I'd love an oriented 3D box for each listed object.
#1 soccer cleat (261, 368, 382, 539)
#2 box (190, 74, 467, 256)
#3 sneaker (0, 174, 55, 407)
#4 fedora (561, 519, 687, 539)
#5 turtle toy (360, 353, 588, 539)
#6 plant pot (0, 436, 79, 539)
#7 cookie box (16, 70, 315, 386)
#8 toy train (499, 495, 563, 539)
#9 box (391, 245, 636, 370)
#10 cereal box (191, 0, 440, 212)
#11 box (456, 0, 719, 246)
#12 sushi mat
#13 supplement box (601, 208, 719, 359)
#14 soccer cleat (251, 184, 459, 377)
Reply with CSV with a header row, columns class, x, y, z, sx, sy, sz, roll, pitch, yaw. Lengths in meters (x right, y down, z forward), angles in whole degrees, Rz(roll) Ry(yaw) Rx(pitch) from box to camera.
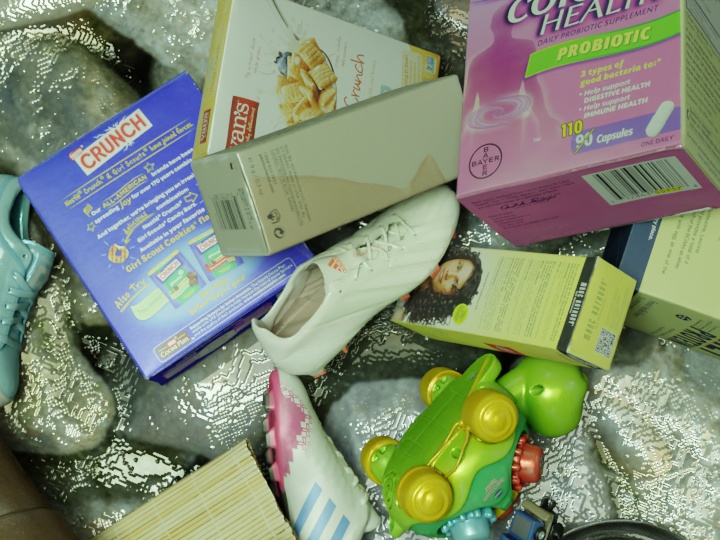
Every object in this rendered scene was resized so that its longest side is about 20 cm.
class,x,y,z,sx,sy,sz,roll,pitch,yaw
soccer cleat,-0.030,0.175,0.895,0.086,0.070,0.201,-7,85,-8
box,-0.015,-0.081,0.845,0.199,0.095,0.078,-23,101,-26
sneaker,-0.295,0.011,0.923,0.081,0.074,0.201,-12,80,3
fedora,0.216,0.290,0.849,0.176,0.090,0.201,-24,80,-3
turtle toy,0.095,0.135,0.868,0.101,0.146,0.200,44,84,-13
plant pot,-0.331,0.191,0.838,0.200,0.200,0.199,-34,73,-5
cookie box,-0.155,-0.035,0.926,0.171,0.075,0.200,-34,81,-7
toy train,0.109,0.268,0.857,0.046,0.034,0.201,15,96,-35
box,0.111,0.024,0.856,0.050,0.200,0.076,27,77,-36
cereal box,-0.032,-0.136,0.914,0.199,0.039,0.145,13,79,-29
box,0.174,-0.139,0.830,0.175,0.097,0.201,-10,62,36
sushi mat,-0.146,0.224,0.879,0.200,0.012,0.096,-34,79,14
supplement box,0.313,-0.034,0.885,0.199,0.134,0.201,19,80,5
soccer cleat,0.000,0.000,0.874,0.200,0.078,0.069,-46,46,-5
